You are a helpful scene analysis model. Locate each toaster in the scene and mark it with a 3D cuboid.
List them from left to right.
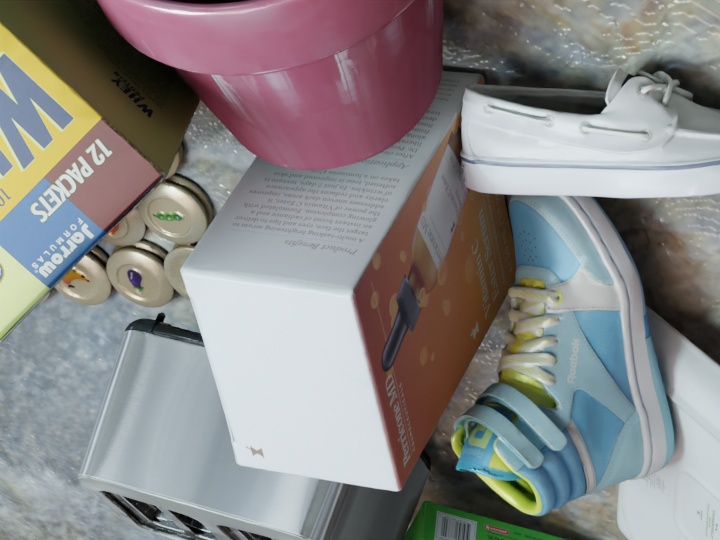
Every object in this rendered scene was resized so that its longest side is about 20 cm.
[{"bbox_3d":[-0.064,0.116,1.634,0.181,0.119,0.200,13,163,17],"label":"toaster"}]

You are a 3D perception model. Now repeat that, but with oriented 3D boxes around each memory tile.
[{"bbox_3d":[-0.183,-0.036,1.682,0.200,0.017,0.153,-1,129,30],"label":"memory tile"}]

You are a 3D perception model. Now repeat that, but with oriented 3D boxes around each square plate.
[{"bbox_3d":[0.217,0.146,1.548,0.198,0.028,0.200,42,148,37],"label":"square plate"}]

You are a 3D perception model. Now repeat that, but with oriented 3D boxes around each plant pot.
[{"bbox_3d":[-0.036,-0.155,1.375,0.200,0.200,0.179,10,148,22],"label":"plant pot"}]

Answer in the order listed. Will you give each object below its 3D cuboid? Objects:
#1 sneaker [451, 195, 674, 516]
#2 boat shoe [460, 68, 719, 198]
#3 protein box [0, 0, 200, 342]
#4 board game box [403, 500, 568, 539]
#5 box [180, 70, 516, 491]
[{"bbox_3d":[0.100,0.051,1.493,0.080,0.130,0.200,5,118,61],"label":"sneaker"},{"bbox_3d":[0.149,-0.078,1.417,0.200,0.074,0.065,-1,106,15],"label":"boat shoe"},{"bbox_3d":[-0.206,-0.103,1.390,0.199,0.200,0.135,43,107,-12],"label":"protein box"},{"bbox_3d":[0.081,0.243,1.747,0.153,0.040,0.200,16,139,-9],"label":"board game box"},{"bbox_3d":[0.000,0.000,1.478,0.106,0.200,0.152,7,133,24],"label":"box"}]
